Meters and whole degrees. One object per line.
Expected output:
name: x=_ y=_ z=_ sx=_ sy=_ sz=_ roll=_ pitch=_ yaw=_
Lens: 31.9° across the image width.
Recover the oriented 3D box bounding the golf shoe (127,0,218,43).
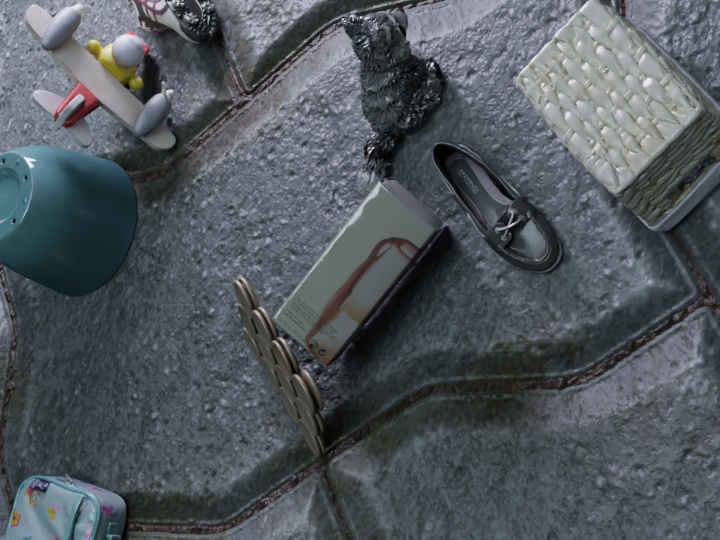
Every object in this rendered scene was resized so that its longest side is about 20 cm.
golf shoe: x=-0.264 y=-0.363 z=1.765 sx=0.200 sy=0.077 sz=0.089 roll=52 pitch=127 yaw=35

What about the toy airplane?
toy airplane: x=-0.347 y=-0.263 z=1.703 sx=0.141 sy=0.199 sz=0.201 roll=-37 pitch=59 yaw=35

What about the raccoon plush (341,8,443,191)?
raccoon plush: x=0.022 y=-0.202 z=1.467 sx=0.096 sy=0.134 sz=0.203 roll=4 pitch=79 yaw=34

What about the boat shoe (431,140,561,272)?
boat shoe: x=0.143 y=-0.072 z=1.395 sx=0.067 sy=0.057 sz=0.200 roll=-48 pitch=56 yaw=14

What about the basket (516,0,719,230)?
basket: x=0.272 y=-0.161 z=1.279 sx=0.136 sy=0.123 sz=0.201 roll=-46 pitch=57 yaw=16

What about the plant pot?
plant pot: x=-0.436 y=-0.080 z=1.738 sx=0.199 sy=0.160 sz=0.203 roll=-10 pitch=72 yaw=33

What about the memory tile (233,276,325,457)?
memory tile: x=-0.093 y=0.111 z=1.466 sx=0.017 sy=0.154 sz=0.201 roll=-26 pitch=56 yaw=-15

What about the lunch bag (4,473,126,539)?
lunch bag: x=-0.388 y=0.366 z=1.631 sx=0.159 sy=0.077 sz=0.202 roll=10 pitch=83 yaw=36

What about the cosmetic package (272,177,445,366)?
cosmetic package: x=0.000 y=0.000 z=1.435 sx=0.087 sy=0.103 sz=0.201 roll=39 pitch=103 yaw=5
